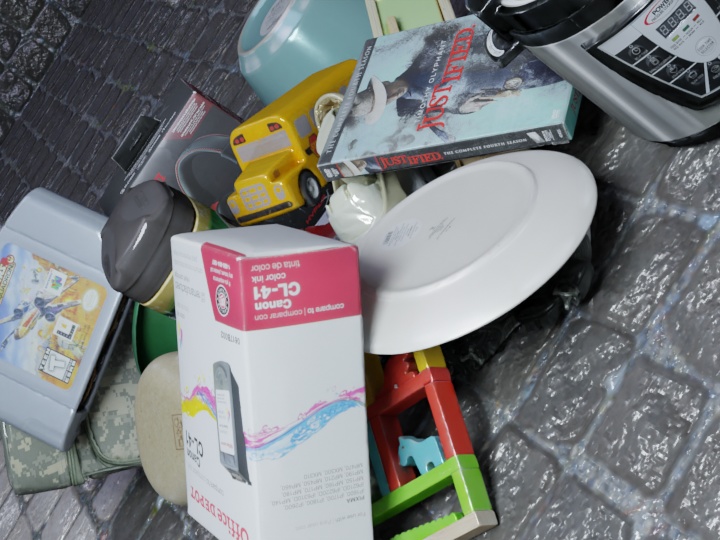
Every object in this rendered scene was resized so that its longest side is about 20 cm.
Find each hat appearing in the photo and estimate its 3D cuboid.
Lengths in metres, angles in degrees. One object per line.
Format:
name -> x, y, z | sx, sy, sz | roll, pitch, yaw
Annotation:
hat -> -0.085, 0.040, 1.136 | 0.175, 0.200, 0.166 | 15, 55, 18

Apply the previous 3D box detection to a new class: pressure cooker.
pressure cooker -> 0.172, -0.193, 0.821 | 0.178, 0.200, 0.176 | -11, 51, 56

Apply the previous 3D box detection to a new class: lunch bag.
lunch bag -> -0.255, 0.100, 1.221 | 0.139, 0.167, 0.201 | 154, 108, -78

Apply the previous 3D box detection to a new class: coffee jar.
coffee jar -> -0.099, 0.010, 0.986 | 0.086, 0.200, 0.104 | -58, 25, 6

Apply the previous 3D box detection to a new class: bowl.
bowl -> -0.060, -0.254, 1.418 | 0.201, 0.105, 0.201 | -43, 28, 30

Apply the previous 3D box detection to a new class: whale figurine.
whale figurine -> -0.106, 0.125, 1.066 | 0.200, 0.103, 0.160 | -16, 81, 52

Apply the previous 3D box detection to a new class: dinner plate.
dinner plate -> 0.060, -0.022, 0.854 | 0.200, 0.024, 0.200 | -27, 27, 15

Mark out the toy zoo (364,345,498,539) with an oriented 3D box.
toy zoo -> 0.011, 0.100, 0.880 | 0.131, 0.020, 0.201 | -36, 61, 37

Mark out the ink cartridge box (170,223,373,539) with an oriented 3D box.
ink cartridge box -> -0.060, 0.077, 0.851 | 0.147, 0.085, 0.201 | -167, 73, -64

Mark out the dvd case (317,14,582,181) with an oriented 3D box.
dvd case -> 0.073, -0.137, 0.963 | 0.199, 0.022, 0.146 | -7, 47, 32

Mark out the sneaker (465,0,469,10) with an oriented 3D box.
sneaker -> 0.166, -0.270, 1.065 | 0.203, 0.077, 0.146 | -52, 8, -25

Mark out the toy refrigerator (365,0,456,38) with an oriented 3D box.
toy refrigerator -> 0.055, -0.186, 1.141 | 0.076, 0.070, 0.200 | -15, 36, 5

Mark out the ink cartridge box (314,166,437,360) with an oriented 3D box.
ink cartridge box -> 0.000, 0.000, 1.096 | 0.200, 0.043, 0.197 | -54, 25, 17

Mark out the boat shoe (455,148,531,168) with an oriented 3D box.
boat shoe -> 0.095, -0.105, 0.991 | 0.074, 0.069, 0.201 | 117, 175, -58

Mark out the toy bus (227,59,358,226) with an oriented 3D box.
toy bus -> -0.048, -0.109, 1.102 | 0.065, 0.079, 0.200 | -15, 18, 31

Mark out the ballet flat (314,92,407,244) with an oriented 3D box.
ballet flat -> -0.002, -0.063, 1.012 | 0.069, 0.069, 0.201 | -40, 44, 33

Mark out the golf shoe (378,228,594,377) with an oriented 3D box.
golf shoe -> 0.084, 0.011, 0.910 | 0.200, 0.078, 0.095 | -25, 29, 38

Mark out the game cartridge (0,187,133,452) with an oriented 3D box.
game cartridge -> -0.271, 0.038, 1.117 | 0.042, 0.133, 0.201 | -9, -59, -80

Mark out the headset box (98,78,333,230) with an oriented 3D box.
headset box -> -0.144, -0.077, 1.256 | 0.149, 0.200, 0.075 | -55, 25, 4
